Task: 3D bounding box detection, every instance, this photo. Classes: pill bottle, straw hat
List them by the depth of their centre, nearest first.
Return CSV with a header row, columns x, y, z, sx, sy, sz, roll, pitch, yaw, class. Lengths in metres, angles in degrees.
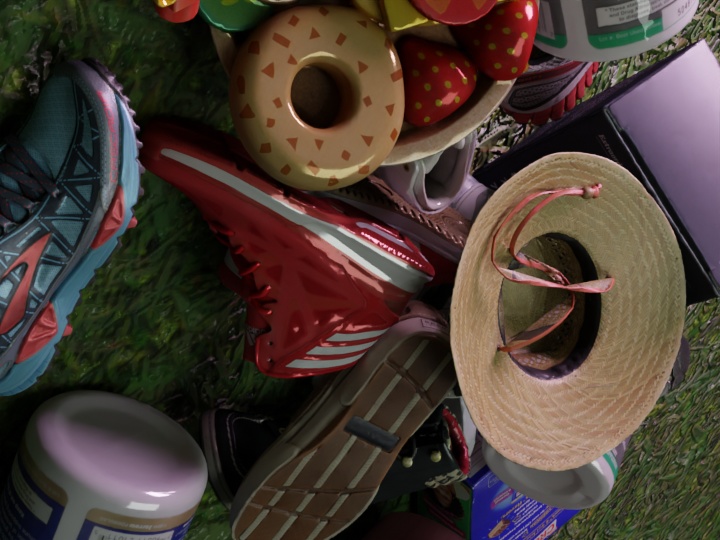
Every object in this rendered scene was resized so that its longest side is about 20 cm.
x,y,z,sx,sy,sz,roll,pitch,yaw,class
0.135,-0.235,0.876,0.113,0.113,0.201,-37,133,-22,pill bottle
-0.180,0.186,0.929,0.115,0.116,0.201,-3,124,-50,pill bottle
0.109,0.019,0.945,0.200,0.085,0.203,-7,103,-33,straw hat
0.184,0.087,1.245,0.113,0.112,0.201,78,32,-51,pill bottle

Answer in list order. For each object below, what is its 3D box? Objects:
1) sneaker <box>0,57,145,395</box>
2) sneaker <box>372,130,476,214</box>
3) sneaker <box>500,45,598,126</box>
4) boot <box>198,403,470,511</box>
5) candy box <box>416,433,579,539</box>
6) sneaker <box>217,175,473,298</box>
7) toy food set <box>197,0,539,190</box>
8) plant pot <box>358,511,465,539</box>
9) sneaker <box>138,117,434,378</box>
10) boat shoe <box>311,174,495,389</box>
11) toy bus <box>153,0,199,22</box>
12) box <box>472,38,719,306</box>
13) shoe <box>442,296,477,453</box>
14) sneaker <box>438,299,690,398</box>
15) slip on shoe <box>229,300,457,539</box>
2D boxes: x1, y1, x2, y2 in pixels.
x,y,z,sx,sy,sz,roll,pitch,yaw,class
-0.181,-0.017,0.761,0.095,0.079,0.201,2,120,-50,sneaker
0.021,-0.121,0.879,0.074,0.115,0.201,-38,144,-17,sneaker
0.158,-0.193,1.017,0.201,0.078,0.082,-54,147,3,sneaker
-0.015,0.125,1.051,0.153,0.074,0.204,-16,157,13,boot
0.133,0.189,1.367,0.169,0.077,0.201,-35,144,-27,candy box
0.000,0.000,0.978,0.199,0.071,0.113,20,109,-29,sneaker
0.007,-0.154,0.805,0.199,0.049,0.199,-18,103,-13,toy food set
0.024,0.315,1.268,0.179,0.199,0.201,-52,152,-29,plant pot
-0.061,0.000,0.875,0.199,0.078,0.116,29,103,-22,sneaker
0.024,0.013,1.076,0.203,0.065,0.074,-56,161,17,boat shoe
-0.057,-0.212,0.689,0.200,0.136,0.192,-38,158,-26,toy bus
0.191,-0.051,1.051,0.104,0.149,0.200,-35,-175,-26,box
0.096,0.072,1.206,0.091,0.071,0.201,-28,138,-28,shoe
0.131,0.048,1.047,0.089,0.198,0.079,-38,130,-71,sneaker
-0.013,0.101,0.963,0.076,0.061,0.200,30,108,-24,slip on shoe
